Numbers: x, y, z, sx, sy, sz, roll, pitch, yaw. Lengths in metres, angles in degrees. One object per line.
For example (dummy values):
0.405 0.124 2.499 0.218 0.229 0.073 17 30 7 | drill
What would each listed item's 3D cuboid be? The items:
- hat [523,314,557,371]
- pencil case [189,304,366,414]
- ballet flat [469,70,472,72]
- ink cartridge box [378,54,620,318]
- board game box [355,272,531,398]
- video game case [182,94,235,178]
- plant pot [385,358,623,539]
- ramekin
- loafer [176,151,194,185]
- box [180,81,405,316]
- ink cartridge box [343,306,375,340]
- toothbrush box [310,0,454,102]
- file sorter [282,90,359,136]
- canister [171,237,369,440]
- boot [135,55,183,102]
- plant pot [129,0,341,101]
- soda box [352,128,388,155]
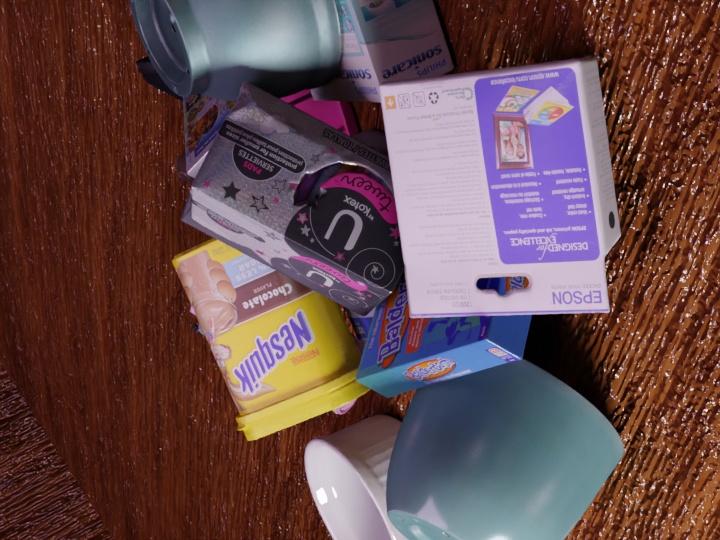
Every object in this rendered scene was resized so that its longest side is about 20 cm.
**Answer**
0.098 0.045 1.539 0.201 0.080 0.202 46 150 36 | hat
-0.083 0.074 1.705 0.199 0.088 0.088 29 146 13 | pencil case
0.094 -0.110 1.432 0.072 0.071 0.200 57 158 12 | ballet flat
0.114 -0.064 1.306 0.197 0.043 0.202 -2 99 37 | ink cartridge box
0.083 0.022 1.427 0.045 0.153 0.199 28 152 -25 | board game box
-0.136 -0.209 1.638 0.143 0.018 0.201 -41 40 33 | video game case
0.115 0.186 1.457 0.199 0.162 0.201 29 161 11 | plant pot
0.027 0.270 1.894 0.201 0.097 0.202 46 151 35 | ramekin
-0.134 -0.090 1.803 0.070 0.074 0.200 -5 147 34 | loafer
-0.048 -0.059 1.433 0.199 0.116 0.132 27 166 -5 | box
0.000 0.000 1.575 0.202 0.042 0.119 64 165 -5 | ink cartridge box
-0.011 -0.260 1.450 0.146 0.085 0.202 15 128 61 | toothbrush box
-0.073 -0.094 1.694 0.139 0.125 0.202 16 129 58 | file sorter
-0.089 0.051 1.607 0.147 0.086 0.202 -23 93 24 | canister
-0.185 -0.179 1.896 0.199 0.076 0.170 12 121 53 | boot
-0.126 -0.236 1.443 0.201 0.133 0.201 49 154 34 | plant pot
0.024 -0.038 1.629 0.068 0.063 0.202 27 137 53 | soda box
